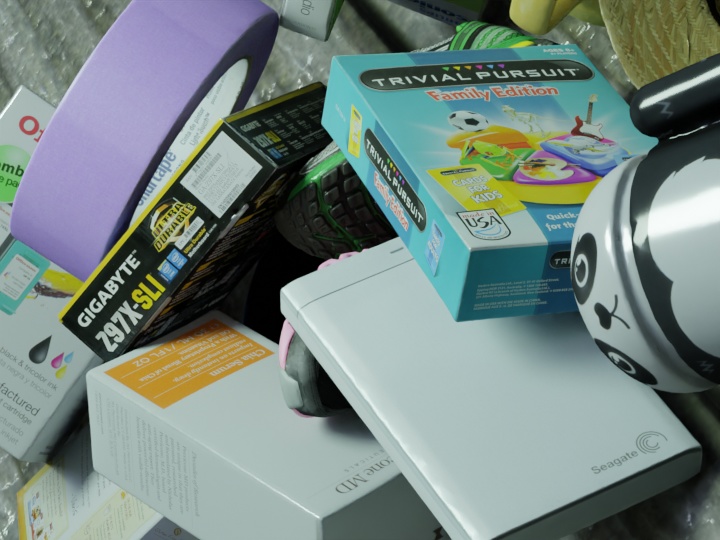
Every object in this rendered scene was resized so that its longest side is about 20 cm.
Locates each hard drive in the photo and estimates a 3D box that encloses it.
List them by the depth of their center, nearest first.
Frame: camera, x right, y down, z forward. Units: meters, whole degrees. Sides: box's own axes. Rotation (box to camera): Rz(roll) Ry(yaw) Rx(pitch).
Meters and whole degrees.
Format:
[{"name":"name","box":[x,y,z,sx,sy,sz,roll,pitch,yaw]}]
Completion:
[{"name":"hard drive","box":[0.064,0.055,1.381,0.200,0.132,0.027,52,154,37]}]

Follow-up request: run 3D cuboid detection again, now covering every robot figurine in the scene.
[{"name":"robot figurine","box":[0.194,-0.014,1.275,0.200,0.125,0.151,-19,53,35]}]

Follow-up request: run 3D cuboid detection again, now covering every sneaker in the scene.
[{"name":"sneaker","box":[0.042,0.022,1.471,0.095,0.079,0.200,15,38,44]},{"name":"sneaker","box":[0.027,-0.075,1.575,0.200,0.078,0.085,-35,39,-24]}]

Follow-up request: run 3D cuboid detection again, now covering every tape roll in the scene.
[{"name":"tape roll","box":[-0.129,-0.087,1.624,0.200,0.066,0.200,-58,-5,-8]}]

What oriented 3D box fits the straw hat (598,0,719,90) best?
[{"name":"straw hat","box":[0.226,-0.155,1.393,0.201,0.201,0.085,-54,-7,10]}]

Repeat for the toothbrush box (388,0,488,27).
[{"name":"toothbrush box","box":[0.065,-0.252,1.633,0.200,0.086,0.146,93,-162,-76]}]

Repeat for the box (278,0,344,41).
[{"name":"box","box":[0.002,-0.257,1.641,0.144,0.036,0.200,105,-177,-49]}]

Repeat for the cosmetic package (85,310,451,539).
[{"name":"cosmetic package","box":[-0.052,0.104,1.499,0.200,0.101,0.071,28,131,39]}]

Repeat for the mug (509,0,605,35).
[{"name":"mug","box":[0.139,-0.214,1.488,0.150,0.186,0.153,60,146,30]}]

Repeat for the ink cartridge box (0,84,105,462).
[{"name":"ink cartridge box","box":[-0.215,0.005,1.790,0.200,0.147,0.146,-55,-3,-3]}]

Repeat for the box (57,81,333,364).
[{"name":"box","box":[-0.084,-0.031,1.609,0.160,0.049,0.200,-51,-6,18]}]

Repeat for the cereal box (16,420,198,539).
[{"name":"cereal box","box":[-0.147,0.141,1.743,0.200,0.039,0.144,-43,34,26]}]

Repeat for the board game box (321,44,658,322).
[{"name":"board game box","box":[0.085,-0.052,1.437,0.200,0.151,0.047,-123,35,-50]}]

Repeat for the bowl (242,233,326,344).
[{"name":"bowl","box":[0.000,0.000,1.649,0.201,0.039,0.201,-36,38,35]}]
